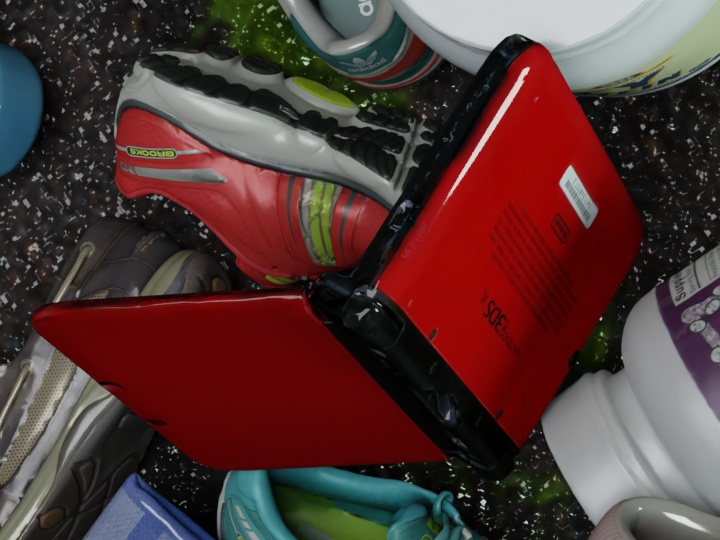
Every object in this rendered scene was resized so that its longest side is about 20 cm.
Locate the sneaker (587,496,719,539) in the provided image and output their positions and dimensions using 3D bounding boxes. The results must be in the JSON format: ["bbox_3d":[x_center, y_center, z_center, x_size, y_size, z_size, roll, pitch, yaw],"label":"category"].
[{"bbox_3d":[0.137,0.162,1.070,0.200,0.075,0.105,48,129,38],"label":"sneaker"}]

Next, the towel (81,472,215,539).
[{"bbox_3d":[-0.090,0.198,1.244,0.147,0.024,0.200,40,118,10],"label":"towel"}]

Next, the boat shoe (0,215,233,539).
[{"bbox_3d":[-0.132,0.066,1.259,0.073,0.074,0.200,36,92,22],"label":"boat shoe"}]

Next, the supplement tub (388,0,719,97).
[{"bbox_3d":[0.081,-0.139,1.122,0.145,0.200,0.145,1,92,15],"label":"supplement tub"}]

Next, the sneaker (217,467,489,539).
[{"bbox_3d":[0.031,0.130,1.194,0.200,0.080,0.078,22,54,12],"label":"sneaker"}]

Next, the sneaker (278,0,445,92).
[{"bbox_3d":[-0.020,-0.169,1.202,0.070,0.093,0.200,-20,87,14],"label":"sneaker"}]

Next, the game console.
[{"bbox_3d":[0.000,0.000,1.091,0.119,0.200,0.173,28,81,23],"label":"game console"}]

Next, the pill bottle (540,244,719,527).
[{"bbox_3d":[0.173,0.034,1.151,0.200,0.112,0.112,-35,84,13],"label":"pill bottle"}]

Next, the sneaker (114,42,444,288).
[{"bbox_3d":[-0.011,-0.025,1.228,0.200,0.077,0.085,25,118,13],"label":"sneaker"}]

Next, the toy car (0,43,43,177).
[{"bbox_3d":[-0.276,-0.073,1.258,0.200,0.184,0.177,34,101,40],"label":"toy car"}]
